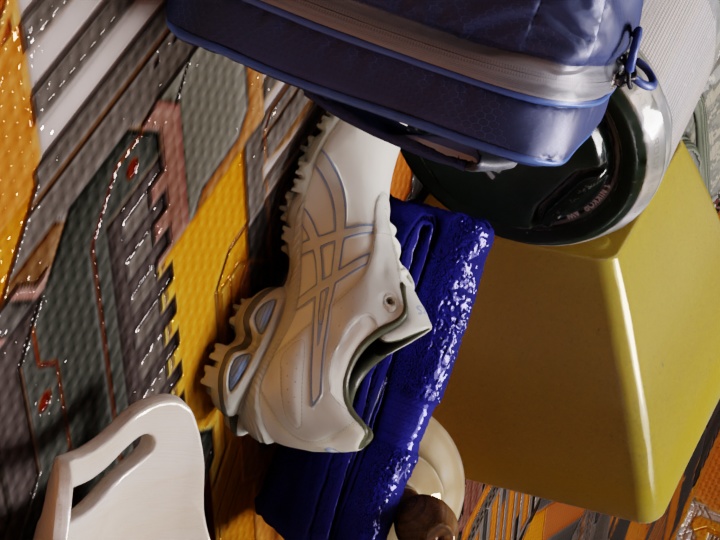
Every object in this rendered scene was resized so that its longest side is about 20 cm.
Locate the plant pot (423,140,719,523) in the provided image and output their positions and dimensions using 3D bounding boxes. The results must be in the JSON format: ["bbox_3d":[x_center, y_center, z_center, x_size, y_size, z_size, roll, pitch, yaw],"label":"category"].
[{"bbox_3d":[0.127,0.010,1.401,0.200,0.198,0.178,-54,147,-43],"label":"plant pot"}]

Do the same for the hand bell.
[{"bbox_3d":[0.025,0.131,1.208,0.200,0.103,0.105,-169,-80,-82],"label":"hand bell"}]

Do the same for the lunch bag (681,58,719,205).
[{"bbox_3d":[0.183,-0.089,1.561,0.168,0.139,0.200,-48,157,-15],"label":"lunch bag"}]

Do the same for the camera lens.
[{"bbox_3d":[0.114,-0.125,1.217,0.161,0.159,0.201,94,19,-44],"label":"camera lens"}]

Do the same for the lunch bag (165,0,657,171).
[{"bbox_3d":[0.029,-0.117,0.887,0.136,0.198,0.133,-40,149,-69],"label":"lunch bag"}]

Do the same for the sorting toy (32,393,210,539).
[{"bbox_3d":[-0.111,0.152,0.944,0.200,0.106,0.182,-33,133,-65],"label":"sorting toy"}]

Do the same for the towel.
[{"bbox_3d":[-0.001,0.055,1.190,0.148,0.049,0.202,19,-92,68],"label":"towel"}]

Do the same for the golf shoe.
[{"bbox_3d":[0.000,0.000,1.116,0.078,0.096,0.202,50,60,-69],"label":"golf shoe"}]
